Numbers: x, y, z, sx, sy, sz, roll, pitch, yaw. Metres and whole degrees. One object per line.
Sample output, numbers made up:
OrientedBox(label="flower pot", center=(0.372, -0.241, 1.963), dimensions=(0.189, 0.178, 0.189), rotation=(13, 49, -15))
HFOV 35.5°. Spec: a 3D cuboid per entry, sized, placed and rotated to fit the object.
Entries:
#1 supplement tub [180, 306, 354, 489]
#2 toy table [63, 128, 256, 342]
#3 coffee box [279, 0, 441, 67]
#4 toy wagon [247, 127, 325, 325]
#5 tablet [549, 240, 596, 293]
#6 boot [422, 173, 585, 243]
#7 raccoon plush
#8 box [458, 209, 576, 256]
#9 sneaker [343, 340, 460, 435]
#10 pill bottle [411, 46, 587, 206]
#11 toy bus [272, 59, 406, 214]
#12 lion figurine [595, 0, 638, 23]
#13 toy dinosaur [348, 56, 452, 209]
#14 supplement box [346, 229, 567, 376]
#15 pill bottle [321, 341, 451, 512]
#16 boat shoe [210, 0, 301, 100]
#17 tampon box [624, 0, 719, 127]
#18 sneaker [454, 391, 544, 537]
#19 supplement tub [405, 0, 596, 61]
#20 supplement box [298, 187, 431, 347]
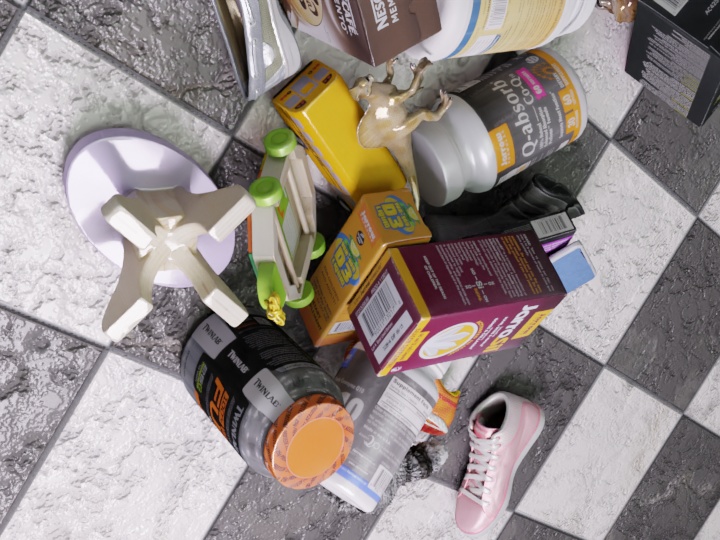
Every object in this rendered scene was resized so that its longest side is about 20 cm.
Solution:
OrientedBox(label="supplement tub", center=(-0.096, 0.131, 1.165), dimensions=(0.121, 0.199, 0.125), rotation=(-16, 121, -28))
OrientedBox(label="toy table", center=(-0.186, -0.031, 1.056), dimensions=(0.199, 0.117, 0.185), rotation=(29, 105, -37))
OrientedBox(label="coffee box", center=(-0.022, -0.273, 1.008), dimensions=(0.079, 0.199, 0.114), rotation=(-30, 127, -19))
OrientedBox(label="toy wagon", center=(-0.078, -0.034, 1.114), dimensions=(0.039, 0.202, 0.157), rotation=(-1, 137, 14))
OrientedBox(label="tablet", center=(0.186, 0.035, 1.340), dimensions=(0.198, 0.014, 0.130), rotation=(-31, 155, 10))
OrientedBox(label="boot", center=(0.165, -0.066, 1.311), dimensions=(0.198, 0.070, 0.132), rotation=(4, 140, -48))
OrientedBox(label="raccoon plush", center=(0.016, 0.201, 1.374), dimensions=(0.199, 0.096, 0.136), rotation=(-25, 118, -43))
OrientedBox(label="box", center=(0.159, 0.012, 1.327), dimensions=(0.141, 0.037, 0.201), rotation=(-16, 154, -20))
OrientedBox(label="sneaker", center=(0.048, 0.129, 1.371), dimensions=(0.200, 0.072, 0.078), rotation=(41, 60, -41))
OrientedBox(label="pill bottle", center=(0.146, -0.157, 1.248), dimensions=(0.198, 0.116, 0.118), rotation=(-30, 128, -20))
OrientedBox(label="toy bus", center=(-0.013, -0.125, 1.173), dimensions=(0.065, 0.078, 0.201), rotation=(-44, 131, -8))
OrientedBox(label="lion figurine", center=(0.324, -0.388, 1.286), dimensions=(0.122, 0.071, 0.203), rotation=(-7, 115, -72))
OrientedBox(label="toy dinosaur", center=(0.039, -0.155, 1.130), dimensions=(0.101, 0.058, 0.201), rotation=(-44, 143, -7))
OrientedBox(label="supplement box", center=(0.101, 0.032, 1.170), dimensions=(0.197, 0.087, 0.111), rotation=(-8, 149, -34))
OrientedBox(label="pill bottle", center=(0.016, 0.150, 1.234), dimensions=(0.114, 0.113, 0.202), rotation=(44, 72, -42))
OrientedBox(label="boat shoe", center=(-0.118, -0.251, 1.038), dimensions=(0.065, 0.074, 0.203), rotation=(-41, 137, -17))
OrientedBox(label="tampon box", center=(0.406, -0.290, 1.307), dimensions=(0.150, 0.126, 0.200), rotation=(-49, 166, -4))
OrientedBox(label="sneaker", center=(0.165, 0.252, 1.501), dimensions=(0.104, 0.075, 0.202), rotation=(33, 84, -46))
OrientedBox(label="supplement tub", center=(0.131, -0.295, 1.146), dimensions=(0.197, 0.144, 0.147), rotation=(-12, 120, -30))
OrientedBox(label="supplement box", center=(0.000, 0.000, 1.195), dimensions=(0.068, 0.067, 0.201), rotation=(-7, 148, -33))
